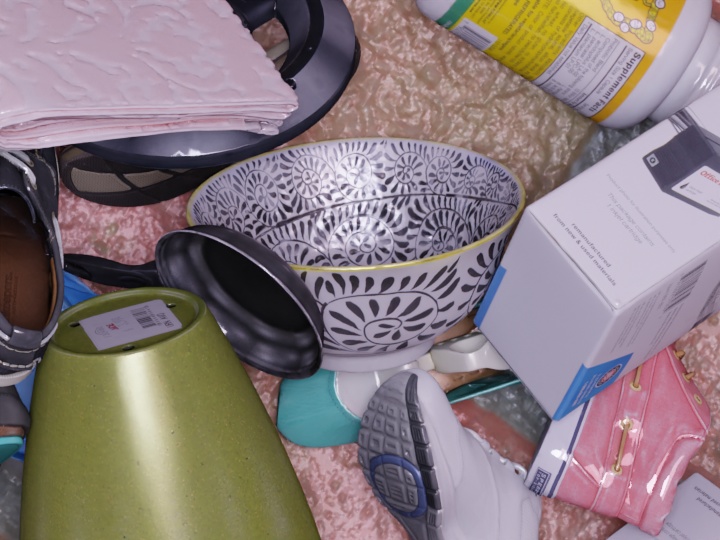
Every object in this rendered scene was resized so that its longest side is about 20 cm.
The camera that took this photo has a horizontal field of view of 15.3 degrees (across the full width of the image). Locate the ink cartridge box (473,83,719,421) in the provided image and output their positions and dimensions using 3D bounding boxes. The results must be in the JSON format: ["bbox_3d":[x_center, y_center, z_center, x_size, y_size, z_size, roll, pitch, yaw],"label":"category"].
[{"bbox_3d":[0.178,-0.021,1.551,0.200,0.145,0.084,-32,71,-25],"label":"ink cartridge box"}]

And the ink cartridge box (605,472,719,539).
[{"bbox_3d":[0.171,0.245,1.620,0.200,0.084,0.146,-36,120,-11],"label":"ink cartridge box"}]

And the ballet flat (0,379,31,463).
[{"bbox_3d":[-0.234,0.098,1.521,0.068,0.200,0.069,-7,70,-31],"label":"ballet flat"}]

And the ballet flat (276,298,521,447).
[{"bbox_3d":[0.043,0.054,1.630,0.199,0.070,0.068,-19,90,-12],"label":"ballet flat"}]

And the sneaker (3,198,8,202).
[{"bbox_3d":[-0.240,-0.003,1.506,0.074,0.085,0.200,34,70,-6],"label":"sneaker"}]

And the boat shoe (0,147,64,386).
[{"bbox_3d":[-0.191,-0.042,1.448,0.071,0.068,0.201,2,67,-19],"label":"boat shoe"}]

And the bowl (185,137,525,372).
[{"bbox_3d":[0.000,0.000,1.582,0.200,0.201,0.095,-10,114,-12],"label":"bowl"}]

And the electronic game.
[{"bbox_3d":[-0.102,-0.129,1.565,0.199,0.200,0.042,-13,135,-12],"label":"electronic game"}]

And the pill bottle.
[{"bbox_3d":[0.143,-0.157,1.637,0.199,0.113,0.113,31,82,-9],"label":"pill bottle"}]

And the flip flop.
[{"bbox_3d":[-0.094,-0.103,1.610,0.199,0.081,0.058,-31,65,-10],"label":"flip flop"}]

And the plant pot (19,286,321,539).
[{"bbox_3d":[-0.116,0.118,1.505,0.186,0.187,0.201,-13,112,-12],"label":"plant pot"}]

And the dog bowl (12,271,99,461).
[{"bbox_3d":[-0.217,0.026,1.587,0.111,0.050,0.200,-43,96,-10],"label":"dog bowl"}]

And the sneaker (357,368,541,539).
[{"bbox_3d":[0.061,0.134,1.617,0.087,0.074,0.201,-38,127,-24],"label":"sneaker"}]

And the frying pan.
[{"bbox_3d":[-0.086,0.018,1.517,0.115,0.190,0.031,50,61,-21],"label":"frying pan"}]

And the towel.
[{"bbox_3d":[-0.157,-0.137,1.481,0.190,0.200,0.032,-3,130,-32],"label":"towel"}]

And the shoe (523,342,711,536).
[{"bbox_3d":[0.174,0.064,1.631,0.091,0.072,0.201,23,62,2],"label":"shoe"}]
